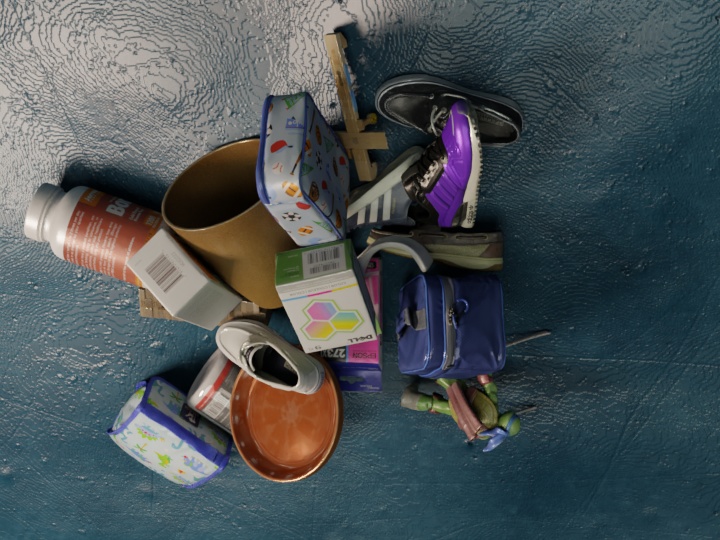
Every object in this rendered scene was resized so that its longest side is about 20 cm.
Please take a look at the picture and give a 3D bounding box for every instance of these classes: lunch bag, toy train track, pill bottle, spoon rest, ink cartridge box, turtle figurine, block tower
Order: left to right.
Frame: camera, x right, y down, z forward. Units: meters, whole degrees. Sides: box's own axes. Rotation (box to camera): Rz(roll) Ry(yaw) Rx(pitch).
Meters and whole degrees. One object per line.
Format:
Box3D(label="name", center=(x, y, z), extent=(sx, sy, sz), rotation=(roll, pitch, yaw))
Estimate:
Box3D(label="pill bottle", center=(-0.380, -0.056, 1.436), extent=(0.198, 0.113, 0.113), rotation=(19, 123, -3))
Box3D(label="lunch bag", center=(-0.302, 0.261, 1.575), extent=(0.169, 0.128, 0.200), rotation=(35, 163, -12))
Box3D(label="block tower", center=(-0.237, 0.046, 1.509), extent=(0.197, 0.058, 0.055), rotation=(6, 123, 4))
Box3D(label="pill bottle", center=(-0.168, 0.218, 1.568), extent=(0.199, 0.116, 0.116), rotation=(36, 121, -13))
Box3D(label="lunch bag", center=(-0.069, -0.127, 1.255), extent=(0.075, 0.162, 0.200), rotation=(-6, 155, 14))
Box3D(label="ink cartridge box", center=(-0.038, 0.053, 1.315), extent=(0.103, 0.060, 0.201), rotation=(-11, 137, 7))
Box3D(label="ink cartridge box", center=(-0.016, 0.080, 1.448), extent=(0.094, 0.037, 0.203), rotation=(0, 94, 10))
Box3D(label="toy train track", center=(-0.007, -0.219, 1.310), extent=(0.114, 0.032, 0.202), rotation=(8, 122, 44))
Box3D(label="spoon rest", center=(0.000, 0.000, 1.364), extent=(0.198, 0.099, 0.061), rotation=(-20, 103, 24))
Box3D(label="lunch bag", center=(0.115, 0.079, 1.360), extent=(0.131, 0.200, 0.138), rotation=(0, 79, -9))
Box3D(label="turtle figurine", center=(0.172, 0.182, 1.509), extent=(0.192, 0.201, 0.145), rotation=(18, 149, 22))

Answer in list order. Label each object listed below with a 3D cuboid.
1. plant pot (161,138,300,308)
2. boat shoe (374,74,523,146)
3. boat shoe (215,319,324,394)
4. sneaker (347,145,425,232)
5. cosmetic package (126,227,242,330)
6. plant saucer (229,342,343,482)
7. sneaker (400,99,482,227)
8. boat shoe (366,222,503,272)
Box3D(label="plant pot", center=(-0.148, -0.048, 1.374), extent=(0.184, 0.187, 0.201), rotation=(-13, 129, 18))
Box3D(label="boat shoe", center=(0.114, -0.201, 1.280), extent=(0.198, 0.068, 0.072), rotation=(14, 124, 1))
Box3D(label="boat shoe", center=(-0.143, 0.120, 1.423), extent=(0.198, 0.065, 0.074), rotation=(18, 94, 32))
Box3D(label="sneaker", center=(0.030, -0.083, 1.366), extent=(0.199, 0.075, 0.085), rotation=(-34, 107, 26))
Box3D(label="cosmetic package", center=(-0.241, 0.017, 1.374), extent=(0.071, 0.200, 0.101), rotation=(-43, 80, -2))
Box3D(label="plant saucer", center=(-0.107, 0.208, 1.448), extent=(0.198, 0.032, 0.203), rotation=(-4, 83, 32))
Box3D(label="sneaker", center=(0.101, -0.127, 1.253), extent=(0.098, 0.070, 0.201), rotation=(-1, 137, 0))
Box3D(label="boat shoe", center=(0.107, -0.044, 1.387), extent=(0.198, 0.073, 0.066), rotation=(10, 97, 14))
